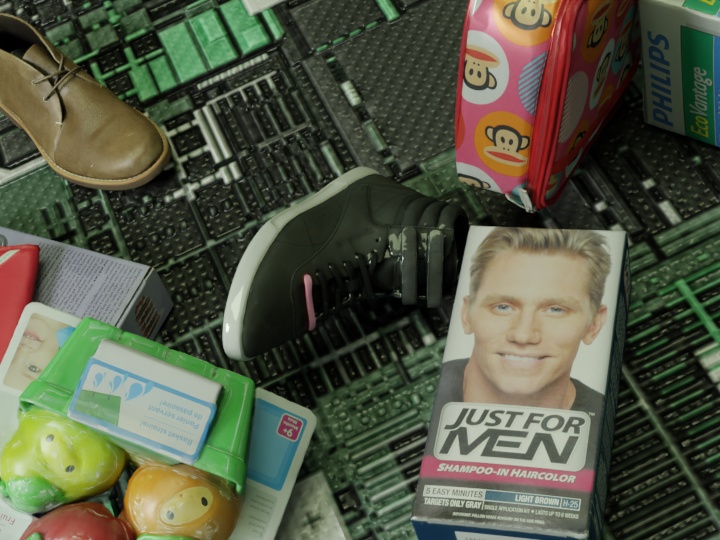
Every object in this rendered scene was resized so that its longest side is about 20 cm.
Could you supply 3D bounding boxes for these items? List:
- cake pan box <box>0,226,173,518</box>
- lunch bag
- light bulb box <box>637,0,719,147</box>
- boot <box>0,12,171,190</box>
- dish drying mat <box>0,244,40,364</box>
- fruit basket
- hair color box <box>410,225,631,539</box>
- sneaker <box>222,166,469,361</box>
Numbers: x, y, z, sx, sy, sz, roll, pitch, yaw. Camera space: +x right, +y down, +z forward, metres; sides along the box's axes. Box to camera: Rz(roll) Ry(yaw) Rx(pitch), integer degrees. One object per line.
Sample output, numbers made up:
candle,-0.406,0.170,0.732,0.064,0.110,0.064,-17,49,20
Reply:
cake pan box,-0.246,0.066,0.934,0.183,0.052,0.201,11,58,25
lunch bag,0.122,-0.133,0.900,0.081,0.177,0.200,19,39,18
light bulb box,0.308,-0.170,0.907,0.199,0.125,0.199,22,63,27
boot,-0.220,-0.125,1.053,0.199,0.076,0.074,33,66,31
dish drying mat,-0.250,0.071,0.890,0.076,0.018,0.201,-4,54,11
fruit basket,-0.140,0.136,0.797,0.184,0.094,0.201,22,64,-1
hair color box,0.097,0.071,0.828,0.099,0.061,0.201,2,55,17
sneaker,0.000,0.000,0.871,0.098,0.071,0.200,16,35,25
